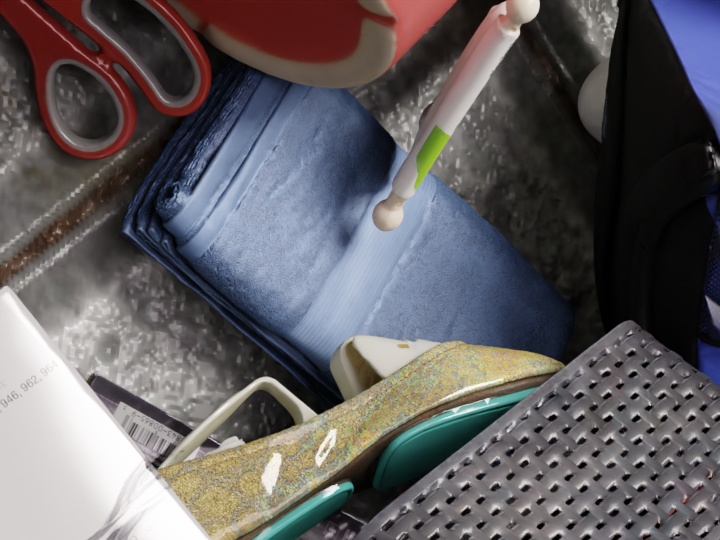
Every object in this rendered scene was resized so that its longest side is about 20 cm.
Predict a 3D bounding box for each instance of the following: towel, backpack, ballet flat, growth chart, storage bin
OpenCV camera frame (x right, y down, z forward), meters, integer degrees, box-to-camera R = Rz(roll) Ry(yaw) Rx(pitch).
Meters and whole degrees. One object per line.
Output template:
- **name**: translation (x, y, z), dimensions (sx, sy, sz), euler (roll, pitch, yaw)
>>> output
- **towel**: translation (0.000, 0.000, 0.840), dimensions (0.200, 0.048, 0.112), euler (41, 66, -21)
- **backpack**: translation (0.187, -0.006, 0.848), dimensions (0.167, 0.163, 0.201), euler (3, 123, -2)
- **ballet flat**: translation (-0.010, 0.064, 0.776), dimensions (0.199, 0.071, 0.071), euler (-27, 99, -21)
- **growth chart**: translation (0.070, -0.117, 0.822), dimensions (0.018, 0.145, 0.200), euler (33, 42, 0)
- **storage bin**: translation (0.072, 0.127, 0.754), dimensions (0.094, 0.136, 0.200), euler (37, 44, 20)

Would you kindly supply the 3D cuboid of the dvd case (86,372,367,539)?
- **dvd case**: translation (-0.087, 0.162, 0.768), dimensions (0.148, 0.016, 0.201), euler (30, 69, -9)

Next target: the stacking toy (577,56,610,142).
- **stacking toy**: translation (0.197, -0.091, 0.948), dimensions (0.199, 0.146, 0.147), euler (-11, 91, -13)

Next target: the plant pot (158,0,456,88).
- **plant pot**: translation (-0.006, -0.183, 0.765), dimensions (0.200, 0.200, 0.178), euler (42, 67, -22)

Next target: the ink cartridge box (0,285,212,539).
- **ink cartridge box**: translation (-0.107, 0.121, 0.680), dimensions (0.084, 0.145, 0.200), euler (-39, 91, -28)

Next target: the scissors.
- **scissors**: translation (-0.142, -0.127, 0.766), dimensions (0.073, 0.014, 0.200), euler (-38, 106, 12)

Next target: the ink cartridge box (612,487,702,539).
- **ink cartridge box**: translation (0.197, 0.135, 0.937), dimensions (0.199, 0.067, 0.116), euler (-20, 97, -32)
